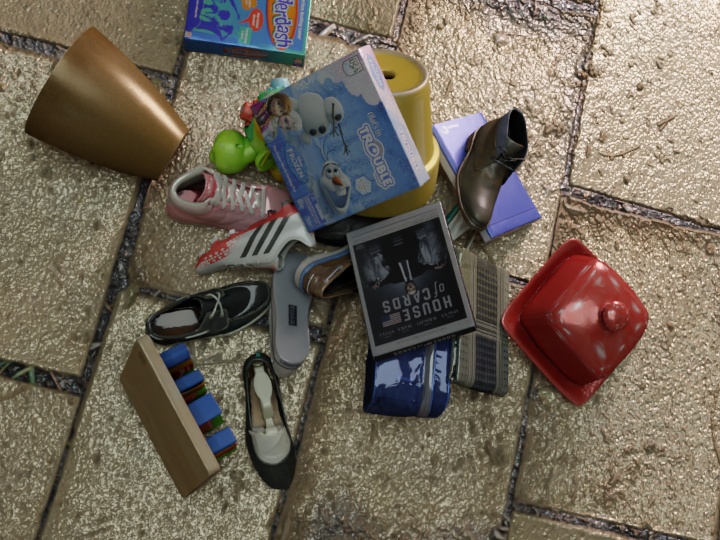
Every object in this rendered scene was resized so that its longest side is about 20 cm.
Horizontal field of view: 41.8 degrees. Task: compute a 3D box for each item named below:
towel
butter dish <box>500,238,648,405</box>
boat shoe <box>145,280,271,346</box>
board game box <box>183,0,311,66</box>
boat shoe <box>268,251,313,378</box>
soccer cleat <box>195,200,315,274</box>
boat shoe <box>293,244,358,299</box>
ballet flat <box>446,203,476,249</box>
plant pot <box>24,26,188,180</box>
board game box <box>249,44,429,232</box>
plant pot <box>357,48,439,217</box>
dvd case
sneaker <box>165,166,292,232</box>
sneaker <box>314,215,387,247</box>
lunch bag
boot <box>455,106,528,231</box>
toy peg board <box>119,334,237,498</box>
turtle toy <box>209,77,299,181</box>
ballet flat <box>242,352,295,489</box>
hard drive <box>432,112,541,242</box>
[{"bbox_3d":[0.175,0.079,1.402,0.034,0.192,0.203,-4,76,31],"label":"towel"},{"bbox_3d":[0.351,0.073,1.421,0.200,0.148,0.200,47,73,-7],"label":"butter dish"},{"bbox_3d":[-0.223,0.063,1.405,0.198,0.068,0.073,-17,77,-13],"label":"boat shoe"},{"bbox_3d":[-0.181,-0.424,1.542,0.197,0.045,0.154,6,75,-7],"label":"board game box"},{"bbox_3d":[-0.105,0.066,1.418,0.071,0.066,0.202,9,54,-19],"label":"boat shoe"},{"bbox_3d":[-0.157,-0.029,1.409,0.199,0.069,0.086,-28,84,12],"label":"soccer cleat"},{"bbox_3d":[0.000,0.000,1.419,0.199,0.073,0.072,-24,44,-27],"label":"boat shoe"},{"bbox_3d":[0.127,-0.032,1.477,0.069,0.069,0.200,43,71,5],"label":"ballet flat"},{"bbox_3d":[-0.365,-0.228,1.414,0.199,0.186,0.188,33,74,-11],"label":"plant pot"},{"bbox_3d":[-0.031,-0.179,1.317,0.198,0.043,0.202,-21,100,30],"label":"board game box"},{"bbox_3d":[0.028,-0.214,1.402,0.198,0.190,0.202,4,41,-4],"label":"plant pot"},{"bbox_3d":[0.068,0.014,1.328,0.149,0.025,0.202,-18,61,9],"label":"dvd case"},{"bbox_3d":[-0.197,-0.107,1.432,0.198,0.105,0.076,2,74,-8],"label":"sneaker"},{"bbox_3d":[-0.034,-0.069,1.461,0.198,0.076,0.092,-19,85,-9],"label":"sneaker"},{"bbox_3d":[0.080,0.116,1.394,0.131,0.136,0.203,7,74,-5],"label":"lunch bag"},{"bbox_3d":[0.201,-0.159,1.429,0.074,0.097,0.202,24,54,-22],"label":"boot"},{"bbox_3d":[-0.237,0.190,1.314,0.097,0.199,0.201,-26,80,-28],"label":"toy peg board"},{"bbox_3d":[-0.143,-0.216,1.457,0.200,0.146,0.101,-42,63,-16],"label":"turtle toy"},{"bbox_3d":[-0.139,0.218,1.375,0.067,0.068,0.202,-12,78,-9],"label":"ballet flat"},{"bbox_3d":[0.196,-0.152,1.505,0.131,0.025,0.201,-21,78,-41],"label":"hard drive"}]
